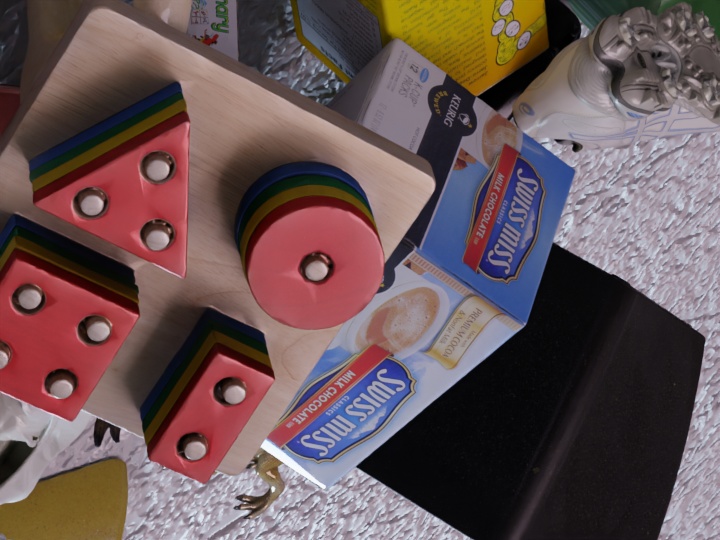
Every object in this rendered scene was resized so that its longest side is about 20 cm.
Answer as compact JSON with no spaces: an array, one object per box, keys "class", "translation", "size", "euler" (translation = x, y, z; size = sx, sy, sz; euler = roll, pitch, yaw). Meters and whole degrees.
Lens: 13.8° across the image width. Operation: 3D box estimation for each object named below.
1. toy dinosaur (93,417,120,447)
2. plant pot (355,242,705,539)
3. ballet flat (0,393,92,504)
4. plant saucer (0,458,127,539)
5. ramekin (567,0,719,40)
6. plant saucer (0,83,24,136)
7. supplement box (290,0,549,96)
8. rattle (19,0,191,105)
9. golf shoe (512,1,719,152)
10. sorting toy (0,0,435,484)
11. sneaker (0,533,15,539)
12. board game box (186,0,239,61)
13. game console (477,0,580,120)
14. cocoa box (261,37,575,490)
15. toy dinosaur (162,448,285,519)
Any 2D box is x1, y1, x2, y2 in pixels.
[{"class":"toy dinosaur","translation":[-0.149,0.036,1.722],"size":[0.135,0.086,0.200],"euler":[-17,140,31]},{"class":"plant pot","translation":[0.094,0.072,1.815],"size":[0.178,0.199,0.200],"euler":[-61,148,1]},{"class":"ballet flat","translation":[-0.198,0.084,1.686],"size":[0.069,0.069,0.200],"euler":[-20,158,-34]},{"class":"plant saucer","translation":[-0.234,0.227,1.864],"size":[0.200,0.048,0.200],"euler":[-16,137,-38]},{"class":"ramekin","translation":[0.219,-0.203,1.839],"size":[0.200,0.098,0.200],"euler":[-30,145,-23]},{"class":"plant saucer","translation":[-0.245,-0.026,1.573],"size":[0.199,0.037,0.200],"euler":[2,126,-50]},{"class":"supplement box","translation":[0.025,-0.189,1.626],"size":[0.109,0.109,0.200],"euler":[-34,147,-17]},{"class":"rattle","translation":[-0.168,-0.107,1.479],"size":[0.143,0.130,0.200],"euler":[-9,130,-53]},{"class":"golf shoe","translation":[0.157,-0.107,1.738],"size":[0.097,0.078,0.200],"euler":[-26,165,28]},{"class":"sorting toy","translation":[-0.092,-0.001,1.457],"size":[0.200,0.070,0.199],"euler":[26,111,-21]},{"class":"sneaker","translation":[-0.278,0.180,1.706],"size":[0.200,0.078,0.091],"euler":[30,117,-33]},{"class":"board game box","translation":[-0.102,-0.069,1.572],"size":[0.035,0.126,0.200],"euler":[7,143,-13]},{"class":"game console","translation":[0.067,-0.077,1.802],"size":[0.116,0.176,0.200],"euler":[38,97,-29]},{"class":"cocoa box","translation":[0.000,0.000,1.621],"size":[0.200,0.131,0.133],"euler":[-42,-162,42]},{"class":"toy dinosaur","translation":[-0.054,0.104,1.878],"size":[0.200,0.058,0.101],"euler":[0,139,-27]}]
